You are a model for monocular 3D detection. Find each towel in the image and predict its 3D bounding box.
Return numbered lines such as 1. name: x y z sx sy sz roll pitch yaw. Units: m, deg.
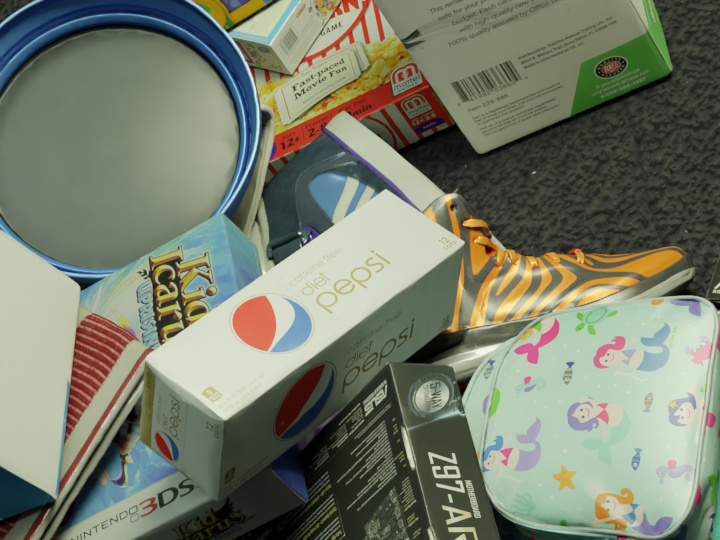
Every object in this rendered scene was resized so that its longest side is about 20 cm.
1. towel: -0.208 0.079 1.386 0.200 0.023 0.145 24 80 48

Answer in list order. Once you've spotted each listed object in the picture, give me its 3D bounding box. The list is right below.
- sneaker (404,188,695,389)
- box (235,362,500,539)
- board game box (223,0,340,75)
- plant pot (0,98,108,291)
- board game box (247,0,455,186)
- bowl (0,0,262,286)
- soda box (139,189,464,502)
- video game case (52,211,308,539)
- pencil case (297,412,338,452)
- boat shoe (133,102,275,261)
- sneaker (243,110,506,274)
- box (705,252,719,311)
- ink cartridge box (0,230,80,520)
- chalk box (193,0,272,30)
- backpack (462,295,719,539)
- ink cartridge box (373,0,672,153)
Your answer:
1. sneaker: 0.095 -0.004 1.399 0.199 0.078 0.113 -19 82 -9
2. box: 0.004 0.168 1.296 0.200 0.043 0.161 -49 47 46
3. board game box: -0.053 -0.238 1.692 0.134 0.034 0.201 16 65 40
4. plant pot: -0.199 0.016 1.567 0.186 0.187 0.201 -7 65 28
5. board game box: -0.024 -0.153 1.663 0.151 0.046 0.201 -25 46 14
6. bowl: -0.160 -0.085 1.485 0.199 0.039 0.202 -1 71 4
7. soda box: -0.031 0.038 1.294 0.064 0.068 0.200 34 49 25
8. video game case: -0.132 0.086 1.376 0.181 0.045 0.201 -28 47 15
9. pencil case: -0.017 0.103 1.435 0.200 0.084 0.086 38 104 45
10. boat shoe: -0.102 -0.018 1.511 0.065 0.072 0.201 3 66 39
11. sneaker: 0.000 0.000 1.518 0.147 0.081 0.200 -49 50 4
12. box: 0.314 -0.030 1.352 0.199 0.050 0.158 3 58 33
13. ink cartridge box: -0.285 0.067 1.337 0.199 0.144 0.148 -23 50 30
14. chalk box: -0.116 -0.250 1.628 0.199 0.124 0.125 -31 44 8
15. backpack: 0.141 0.107 1.293 0.199 0.150 0.179 -6 58 35
16. ink cartridge box: 0.094 -0.188 1.507 0.145 0.200 0.084 -21 46 16
